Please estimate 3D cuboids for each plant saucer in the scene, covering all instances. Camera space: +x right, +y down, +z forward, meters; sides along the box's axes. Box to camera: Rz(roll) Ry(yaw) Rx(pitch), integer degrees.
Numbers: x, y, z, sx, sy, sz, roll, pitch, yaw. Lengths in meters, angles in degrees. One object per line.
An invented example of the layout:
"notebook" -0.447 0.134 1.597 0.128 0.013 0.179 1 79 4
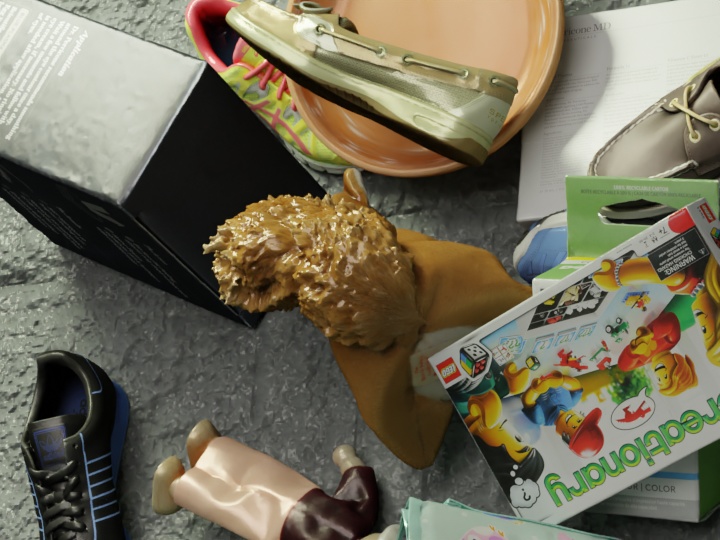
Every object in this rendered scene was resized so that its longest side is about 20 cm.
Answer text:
"plant saucer" 0.044 -0.158 1.718 0.199 0.037 0.201 -5 78 23

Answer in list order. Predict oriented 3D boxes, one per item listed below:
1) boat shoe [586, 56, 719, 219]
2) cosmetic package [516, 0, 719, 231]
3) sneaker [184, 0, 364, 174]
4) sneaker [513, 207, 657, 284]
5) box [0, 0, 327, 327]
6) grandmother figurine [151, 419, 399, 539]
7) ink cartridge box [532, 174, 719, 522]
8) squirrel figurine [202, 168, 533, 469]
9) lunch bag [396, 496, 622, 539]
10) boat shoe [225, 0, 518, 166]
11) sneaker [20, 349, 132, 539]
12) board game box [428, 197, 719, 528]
"boat shoe" 0.227 -0.098 1.591 0.199 0.060 0.072 -25 59 5
"cosmetic package" 0.205 -0.101 1.676 0.199 0.052 0.151 -6 65 24
"sneaker" -0.052 -0.134 1.798 0.200 0.090 0.078 29 79 32
"sneaker" 0.181 0.014 1.617 0.199 0.076 0.077 12 67 32
"box" -0.161 -0.077 1.760 0.200 0.197 0.118 23 77 33
"grandmother figurine" -0.036 0.162 1.666 0.200 0.061 0.121 26 68 31
"ink cartridge box" 0.164 0.047 1.559 0.104 0.059 0.201 3 102 28
"squirrel figurine" 0.000 0.000 1.647 0.142 0.200 0.187 -49 42 9
"lunch bag" 0.091 0.239 1.492 0.170 0.122 0.201 11 71 -7
"boat shoe" 0.006 -0.136 1.674 0.200 0.073 0.063 28 86 22
"sneaker" -0.198 0.150 1.738 0.070 0.078 0.201 -15 60 19
"board game box" 0.150 0.060 1.514 0.200 0.035 0.127 -32 85 30
